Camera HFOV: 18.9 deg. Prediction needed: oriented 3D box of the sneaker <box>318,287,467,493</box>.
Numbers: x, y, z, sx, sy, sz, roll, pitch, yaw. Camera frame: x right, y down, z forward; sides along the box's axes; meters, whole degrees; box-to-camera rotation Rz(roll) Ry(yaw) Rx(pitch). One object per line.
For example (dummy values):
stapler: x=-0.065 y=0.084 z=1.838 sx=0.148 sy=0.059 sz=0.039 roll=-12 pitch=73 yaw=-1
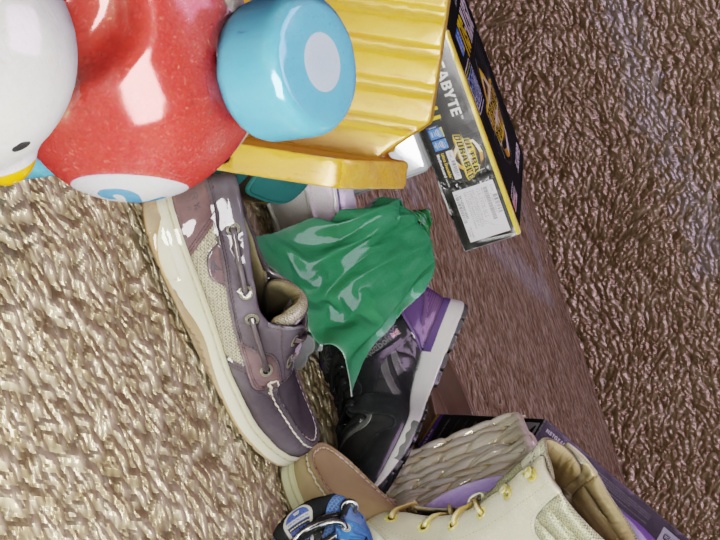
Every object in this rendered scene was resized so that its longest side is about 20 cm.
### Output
sneaker: x=0.001 y=0.083 z=1.473 sx=0.076 sy=0.087 sz=0.200 roll=-61 pitch=-176 yaw=45

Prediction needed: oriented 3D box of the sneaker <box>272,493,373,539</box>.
sneaker: x=-0.023 y=0.174 z=1.175 sx=0.089 sy=0.078 sz=0.200 roll=64 pitch=2 yaw=1

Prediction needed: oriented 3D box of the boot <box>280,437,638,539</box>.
boot: x=0.060 y=0.145 z=1.275 sx=0.200 sy=0.155 sz=0.072 roll=47 pitch=28 yaw=12

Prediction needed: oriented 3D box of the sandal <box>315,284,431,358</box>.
sandal: x=0.002 y=0.033 z=1.605 sx=0.203 sy=0.050 sz=0.083 roll=-12 pitch=85 yaw=-65

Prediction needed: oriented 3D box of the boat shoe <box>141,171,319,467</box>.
boat shoe: x=-0.060 y=0.029 z=1.234 sx=0.072 sy=0.065 sz=0.200 roll=-93 pitch=161 yaw=-58

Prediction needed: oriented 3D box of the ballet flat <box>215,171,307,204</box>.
ballet flat: x=-0.084 y=-0.076 z=1.355 sx=0.063 sy=0.069 sz=0.200 roll=45 pitch=6 yaw=12

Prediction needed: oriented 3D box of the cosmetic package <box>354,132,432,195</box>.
cosmetic package: x=-0.024 y=-0.162 z=1.616 sx=0.200 sy=0.123 sz=0.200 roll=-54 pitch=125 yaw=-79

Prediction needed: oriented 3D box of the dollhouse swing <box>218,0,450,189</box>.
dollhouse swing: x=-0.053 y=-0.149 z=1.135 sx=0.176 sy=0.181 sz=0.201 roll=-27 pitch=126 yaw=-79

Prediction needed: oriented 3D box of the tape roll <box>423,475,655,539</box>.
tape roll: x=0.105 y=0.231 z=1.354 sx=0.085 sy=0.199 sz=0.201 roll=39 pitch=33 yaw=-72

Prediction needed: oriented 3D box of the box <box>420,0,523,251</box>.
box: x=0.074 y=-0.121 z=1.593 sx=0.200 sy=0.049 sz=0.160 roll=-75 pitch=143 yaw=-71

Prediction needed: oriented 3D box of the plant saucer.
plant saucer: x=0.079 y=0.151 z=1.847 sx=0.200 sy=0.029 sz=0.201 roll=-19 pitch=90 yaw=-81

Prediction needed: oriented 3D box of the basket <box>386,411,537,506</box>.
basket: x=0.097 y=0.219 z=1.533 sx=0.124 sy=0.135 sz=0.200 roll=-101 pitch=167 yaw=-58

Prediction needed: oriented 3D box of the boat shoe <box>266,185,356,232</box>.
boat shoe: x=-0.057 y=-0.083 z=1.486 sx=0.070 sy=0.071 sz=0.201 roll=-18 pitch=102 yaw=-47

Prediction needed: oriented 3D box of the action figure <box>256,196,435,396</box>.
action figure: x=0.000 y=0.000 z=1.446 sx=0.118 sy=0.055 sz=0.200 roll=61 pitch=35 yaw=-5

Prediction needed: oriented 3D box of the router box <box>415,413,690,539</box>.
router box: x=0.155 y=0.189 z=1.679 sx=0.200 sy=0.052 sz=0.157 roll=40 pitch=-20 yaw=-23

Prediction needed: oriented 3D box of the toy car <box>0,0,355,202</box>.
toy car: x=-0.139 y=-0.080 z=0.868 sx=0.200 sy=0.184 sz=0.177 roll=-48 pitch=123 yaw=-45
